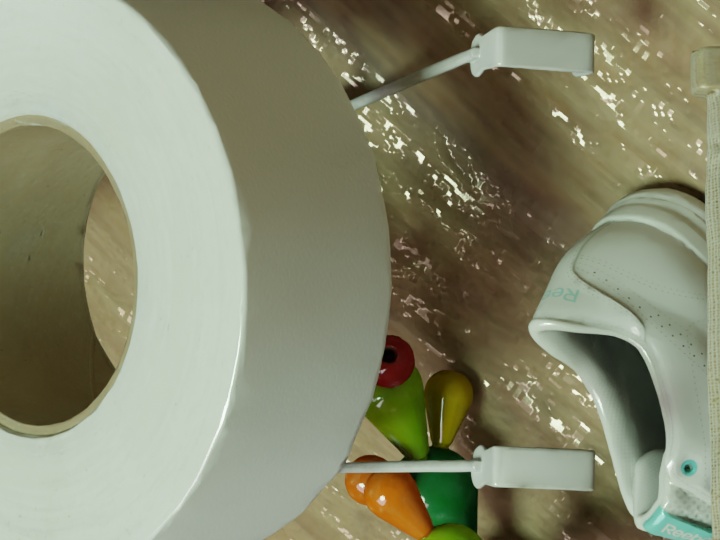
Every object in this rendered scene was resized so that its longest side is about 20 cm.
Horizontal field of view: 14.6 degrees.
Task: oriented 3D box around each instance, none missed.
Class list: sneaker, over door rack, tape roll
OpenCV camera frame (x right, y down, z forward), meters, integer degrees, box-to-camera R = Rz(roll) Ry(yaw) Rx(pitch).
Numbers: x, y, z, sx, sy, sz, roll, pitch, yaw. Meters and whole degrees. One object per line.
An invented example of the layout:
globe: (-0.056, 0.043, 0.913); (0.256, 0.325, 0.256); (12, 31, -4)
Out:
sneaker: (0.131, 0.072, 0.943); (0.200, 0.088, 0.075); (48, 141, 0)
over door rack: (0.000, 0.000, 0.948); (0.200, 0.067, 0.148); (-7, 81, 59)
tape roll: (-0.086, 0.000, 0.935); (0.202, 0.071, 0.203); (3, 95, 43)

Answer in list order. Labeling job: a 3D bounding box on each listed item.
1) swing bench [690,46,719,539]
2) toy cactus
swing bench: (0.139, 0.005, 0.748); (0.130, 0.199, 0.200); (-4, 166, 15)
toy cactus: (0.059, 0.114, 1.068); (0.200, 0.102, 0.165); (44, 161, 1)
